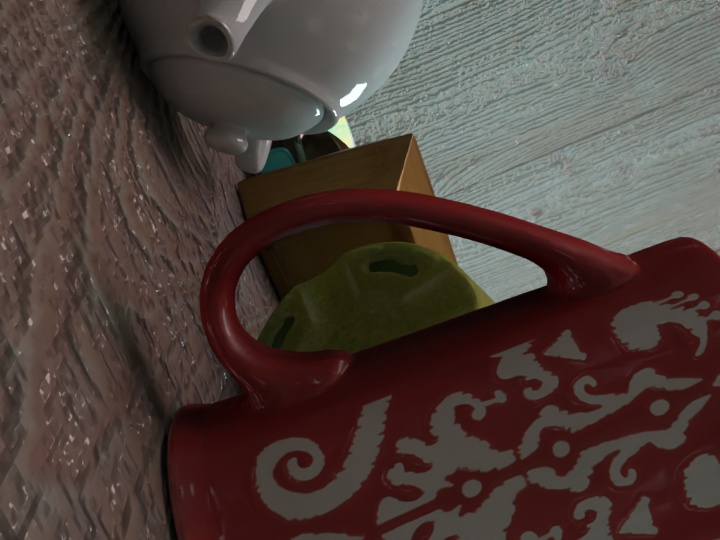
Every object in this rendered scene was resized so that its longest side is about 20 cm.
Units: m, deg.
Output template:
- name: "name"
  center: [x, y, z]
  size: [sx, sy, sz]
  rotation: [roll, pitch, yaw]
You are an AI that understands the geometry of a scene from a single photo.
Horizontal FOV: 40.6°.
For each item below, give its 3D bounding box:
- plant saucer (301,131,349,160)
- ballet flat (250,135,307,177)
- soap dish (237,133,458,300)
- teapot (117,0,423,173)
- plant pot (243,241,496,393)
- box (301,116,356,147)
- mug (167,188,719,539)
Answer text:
- name: "plant saucer"
  center: [-0.022, -0.040, 0.960]
  size: [0.200, 0.036, 0.204]
  rotation: [172, -90, -69]
- name: "ballet flat"
  center: [-0.090, -0.132, 0.923]
  size: [0.075, 0.073, 0.203]
  rotation: [-109, -173, -61]
- name: "soap dish"
  center: [0.000, 0.000, 0.818]
  size: [0.082, 0.155, 0.202]
  rotation: [-79, 151, -56]
- name: "teapot"
  center: [-0.060, -0.138, 0.566]
  size: [0.198, 0.195, 0.149]
  rotation: [20, 81, -45]
- name: "plant pot"
  center: [0.038, 0.089, 0.522]
  size: [0.185, 0.198, 0.202]
  rotation: [50, 14, -46]
- name: "box"
  center: [-0.104, -0.292, 1.533]
  size: [0.201, 0.120, 0.194]
  rotation: [68, 1, -45]
- name: "mug"
  center: [0.041, 0.060, 0.339]
  size: [0.134, 0.197, 0.179]
  rotation: [-109, 177, -51]
